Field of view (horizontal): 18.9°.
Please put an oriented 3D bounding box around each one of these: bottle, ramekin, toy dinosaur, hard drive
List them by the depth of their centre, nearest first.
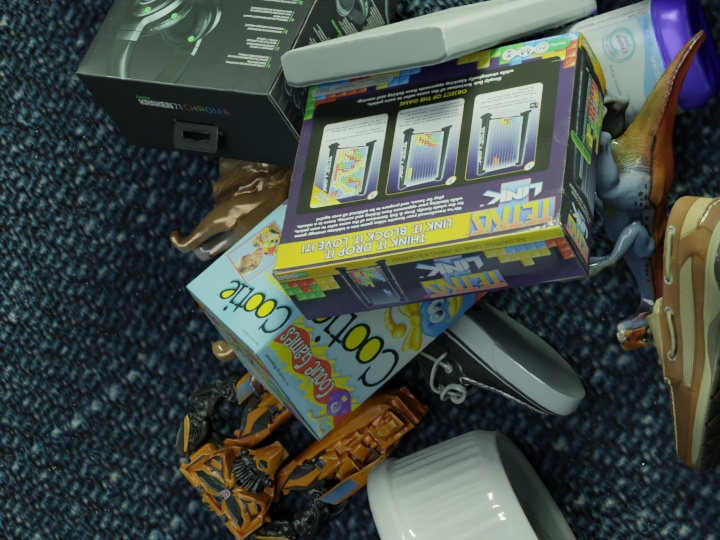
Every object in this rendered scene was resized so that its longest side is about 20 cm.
[{"bbox_3d":[0.188,-0.034,1.472,0.200,0.105,0.182,-25,122,26],"label":"toy dinosaur"},{"bbox_3d":[0.057,-0.161,1.474,0.132,0.200,0.027,-6,100,36],"label":"hard drive"},{"bbox_3d":[0.094,0.203,1.499,0.094,0.202,0.203,-30,81,10],"label":"ramekin"},{"bbox_3d":[0.149,-0.131,1.518,0.199,0.065,0.084,-15,98,24],"label":"bottle"}]

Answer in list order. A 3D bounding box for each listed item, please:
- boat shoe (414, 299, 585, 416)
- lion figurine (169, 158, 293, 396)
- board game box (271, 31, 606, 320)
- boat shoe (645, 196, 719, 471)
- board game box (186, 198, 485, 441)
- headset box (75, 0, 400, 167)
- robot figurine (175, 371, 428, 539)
[{"bbox_3d":[0.071,0.059,1.563,0.199,0.074,0.068,33,109,22],"label":"boat shoe"},{"bbox_3d":[-0.069,-0.017,1.601,0.122,0.072,0.200,-33,62,14],"label":"lion figurine"},{"bbox_3d":[0.054,-0.061,1.399,0.199,0.057,0.166,-9,51,24],"label":"board game box"},{"bbox_3d":[0.236,0.038,1.475,0.074,0.076,0.201,26,125,38],"label":"boat shoe"},{"bbox_3d":[0.000,0.000,1.495,0.200,0.103,0.105,-41,42,-8],"label":"board game box"},{"bbox_3d":[-0.082,-0.174,1.544,0.174,0.093,0.200,8,61,31],"label":"headset box"},{"bbox_3d":[-0.054,0.126,1.617,0.200,0.058,0.145,-40,90,27],"label":"robot figurine"}]
